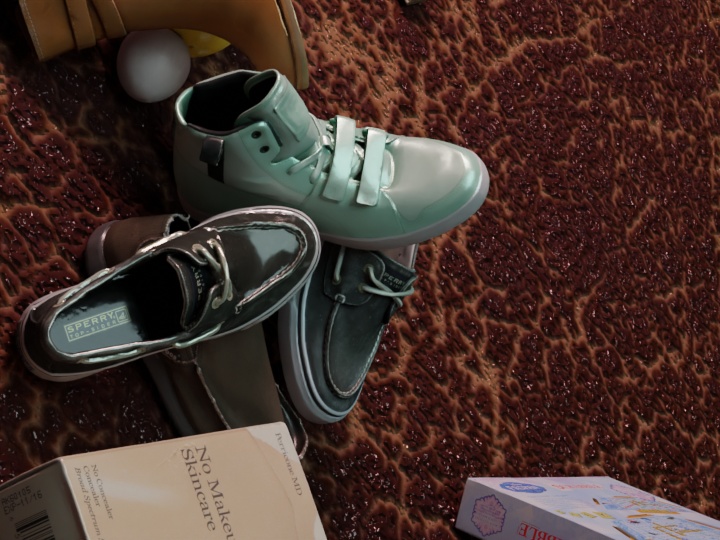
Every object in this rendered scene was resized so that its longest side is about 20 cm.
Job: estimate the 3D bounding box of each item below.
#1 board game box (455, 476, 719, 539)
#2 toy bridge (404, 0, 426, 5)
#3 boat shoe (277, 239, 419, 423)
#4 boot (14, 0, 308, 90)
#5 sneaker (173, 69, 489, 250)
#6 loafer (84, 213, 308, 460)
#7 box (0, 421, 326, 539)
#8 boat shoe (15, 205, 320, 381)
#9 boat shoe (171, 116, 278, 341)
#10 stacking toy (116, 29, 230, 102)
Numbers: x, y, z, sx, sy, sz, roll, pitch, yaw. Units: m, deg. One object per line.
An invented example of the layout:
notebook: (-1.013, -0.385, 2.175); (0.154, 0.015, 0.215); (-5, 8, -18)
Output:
board game box: (0.205, 0.199, 1.491); (0.200, 0.199, 0.041); (8, 100, -52)
toy bridge: (0.003, -0.314, 1.709); (0.067, 0.027, 0.200); (-23, 87, -56)
boat shoe: (0.000, 0.000, 1.336); (0.072, 0.071, 0.200); (26, 67, -43)
boot: (-0.136, -0.169, 1.310); (0.155, 0.074, 0.200); (-32, 81, -16)
sneaker: (-0.020, -0.072, 1.275); (0.118, 0.200, 0.074); (85, 6, -61)
loafer: (-0.092, 0.049, 1.278); (0.200, 0.071, 0.073); (54, 34, -14)
box: (-0.114, 0.148, 1.170); (0.200, 0.078, 0.095); (-6, 72, -56)
boat shoe: (-0.103, 0.013, 1.210); (0.200, 0.064, 0.071); (-25, 92, -26)
boat shoe: (-0.063, -0.026, 1.371); (0.200, 0.073, 0.065); (56, 28, -12)
stacking toy: (-0.109, -0.194, 1.402); (0.146, 0.146, 0.200); (40, 55, -32)
